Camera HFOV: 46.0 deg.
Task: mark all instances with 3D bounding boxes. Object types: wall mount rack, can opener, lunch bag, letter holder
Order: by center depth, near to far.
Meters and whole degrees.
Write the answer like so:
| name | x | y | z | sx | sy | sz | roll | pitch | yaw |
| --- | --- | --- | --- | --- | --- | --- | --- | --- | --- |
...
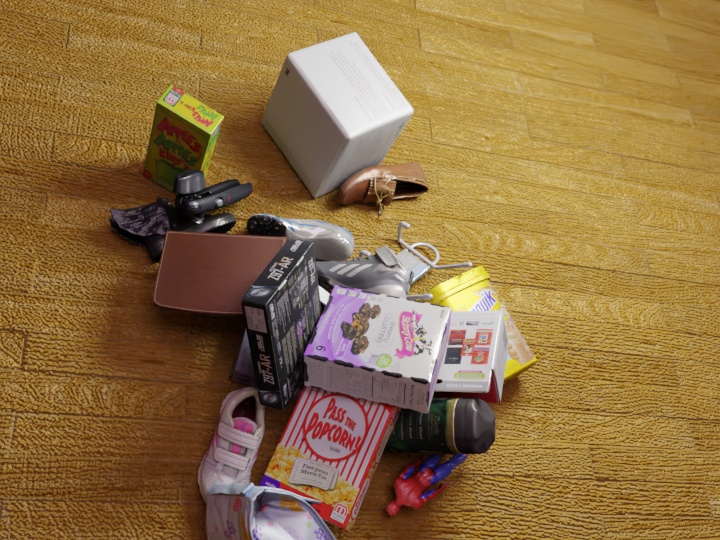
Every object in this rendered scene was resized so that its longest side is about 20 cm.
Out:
| name | x | y | z | sx | sy | sz | roll | pitch | yaw |
| --- | --- | --- | --- | --- | --- | --- | --- | --- | --- |
| lunch bag | -0.117 | 0.372 | 1.164 | 0.127 | 0.169 | 0.202 | -41 | 100 | -34 |
| letter holder | -0.218 | 0.028 | 1.354 | 0.195 | 0.101 | 0.145 | 3 | 59 | 2 |
| can opener | -0.244 | -0.128 | 1.435 | 0.063 | 0.080 | 0.199 | 26 | 20 | 22 |
| wall mount rack | 0.096 | -0.003 | 1.534 | 0.173 | 0.075 | 0.199 | 35 | 52 | 26 |

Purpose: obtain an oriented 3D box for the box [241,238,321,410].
| name | x | y | z | sx | sy | sz | roll | pitch | yaw |
| --- | --- | --- | --- | --- | --- | --- | --- | --- | --- |
| box | -0.110 | 0.080 | 1.272 | 0.043 | 0.203 | 0.161 | 10 | 38 | 20 |

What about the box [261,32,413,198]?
| name | x | y | z | sx | sy | sz | roll | pitch | yaw |
| --- | --- | --- | --- | --- | --- | --- | --- | --- | --- |
| box | -0.048 | -0.288 | 1.581 | 0.170 | 0.200 | 0.200 | -27 | 75 | -34 |

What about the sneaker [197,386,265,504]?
| name | x | y | z | sx | sy | sz | roll | pitch | yaw |
| --- | --- | --- | --- | --- | --- | --- | --- | --- | --- |
| sneaker | -0.191 | 0.260 | 1.276 | 0.080 | 0.088 | 0.203 | 15 | 58 | -13 |

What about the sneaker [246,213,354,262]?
| name | x | y | z | sx | sy | sz | roll | pitch | yaw |
| --- | --- | --- | --- | --- | --- | --- | --- | --- | --- |
| sneaker | -0.108 | -0.061 | 1.517 | 0.196 | 0.073 | 0.073 | 13 | 24 | -8 |

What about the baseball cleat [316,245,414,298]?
| name | x | y | z | sx | sy | sz | roll | pitch | yaw |
| --- | --- | --- | --- | --- | --- | --- | --- | --- | --- |
| baseball cleat | 0.000 | 0.000 | 1.477 | 0.197 | 0.070 | 0.108 | 19 | 75 | 19 |

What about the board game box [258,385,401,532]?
| name | x | y | z | sx | sy | sz | roll | pitch | yaw |
| --- | --- | --- | --- | --- | --- | --- | --- | --- | --- |
| board game box | -0.045 | 0.270 | 1.291 | 0.149 | 0.046 | 0.203 | 18 | 70 | 20 |

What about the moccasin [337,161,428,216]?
| name | x | y | z | sx | sy | sz | roll | pitch | yaw |
| --- | --- | --- | --- | --- | --- | --- | --- | --- | --- |
| moccasin | 0.045 | -0.155 | 1.627 | 0.199 | 0.074 | 0.078 | -9 | 57 | -37 |

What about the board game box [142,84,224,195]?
| name | x | y | z | sx | sy | sz | roll | pitch | yaw |
| --- | --- | --- | --- | --- | --- | --- | --- | --- | --- |
| board game box | -0.302 | -0.208 | 1.428 | 0.100 | 0.201 | 0.048 | 30 | 55 | -3 |

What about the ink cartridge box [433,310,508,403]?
| name | x | y | z | sx | sy | sz | roll | pitch | yaw |
| --- | --- | --- | --- | --- | --- | --- | --- | --- | --- |
| ink cartridge box | 0.133 | 0.156 | 1.393 | 0.196 | 0.085 | 0.177 | -1 | 41 | 21 |

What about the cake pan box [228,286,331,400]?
| name | x | y | z | sx | sy | sz | roll | pitch | yaw |
| --- | --- | --- | --- | --- | --- | --- | --- | --- | --- |
| cake pan box | -0.108 | 0.113 | 1.419 | 0.181 | 0.052 | 0.203 | 21 | 56 | -13 |

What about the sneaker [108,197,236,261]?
| name | x | y | z | sx | sy | sz | roll | pitch | yaw |
| --- | --- | --- | --- | --- | --- | --- | --- | --- | --- |
| sneaker | -0.316 | -0.087 | 1.439 | 0.198 | 0.060 | 0.105 | -26 | 78 | -29 |

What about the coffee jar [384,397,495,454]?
| name | x | y | z | sx | sy | sz | roll | pitch | yaw |
| --- | --- | --- | --- | --- | --- | --- | --- | --- | --- |
| coffee jar | 0.111 | 0.245 | 1.339 | 0.104 | 0.197 | 0.087 | 22 | 66 | -58 |

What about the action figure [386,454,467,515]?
| name | x | y | z | sx | sy | sz | roll | pitch | yaw |
| --- | --- | --- | --- | --- | --- | --- | --- | --- | --- |
| action figure | 0.115 | 0.330 | 1.380 | 0.199 | 0.052 | 0.066 | -35 | 72 | -28 |

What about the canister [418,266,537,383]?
| name | x | y | z | sx | sy | sz | roll | pitch | yaw |
| --- | --- | --- | --- | --- | --- | --- | --- | --- | --- |
| canister | 0.213 | 0.111 | 1.533 | 0.147 | 0.087 | 0.202 | -22 | 74 | -30 |

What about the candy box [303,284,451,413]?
| name | x | y | z | sx | sy | sz | roll | pitch | yaw |
| --- | --- | --- | --- | --- | --- | --- | --- | --- | --- |
| candy box | 0.030 | 0.117 | 1.314 | 0.196 | 0.073 | 0.169 | 10 | 41 | 12 |
